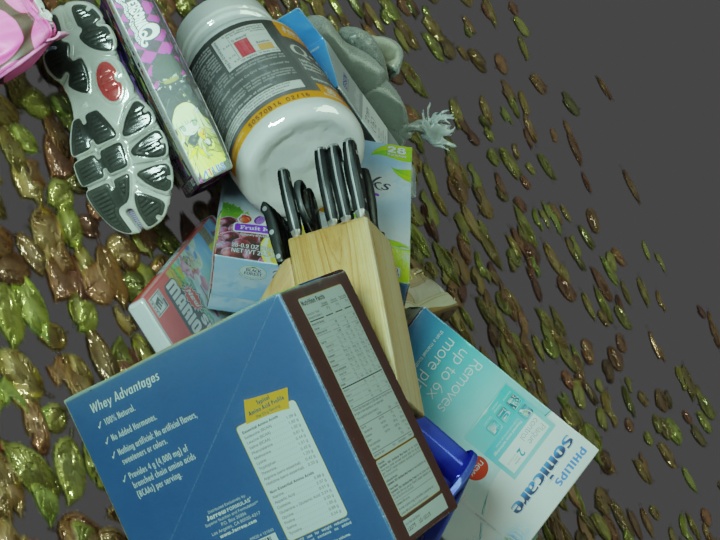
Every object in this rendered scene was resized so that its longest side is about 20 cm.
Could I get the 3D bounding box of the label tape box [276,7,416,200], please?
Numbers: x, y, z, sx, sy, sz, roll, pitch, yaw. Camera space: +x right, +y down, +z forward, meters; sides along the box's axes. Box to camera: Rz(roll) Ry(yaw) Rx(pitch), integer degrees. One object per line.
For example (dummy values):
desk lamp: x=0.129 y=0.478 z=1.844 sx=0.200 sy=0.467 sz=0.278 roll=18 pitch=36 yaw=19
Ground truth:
label tape box: x=-0.059 y=-0.120 z=1.859 sx=0.200 sy=0.143 sz=0.066 roll=53 pitch=19 yaw=-25

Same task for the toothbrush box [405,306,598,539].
toothbrush box: x=0.080 y=0.149 z=1.737 sx=0.200 sy=0.147 sz=0.085 roll=40 pitch=-6 yaw=-6

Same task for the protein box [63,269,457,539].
protein box: x=-0.072 y=0.136 z=1.482 sx=0.201 sy=0.198 sz=0.135 roll=64 pitch=21 yaw=3

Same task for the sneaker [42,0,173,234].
sneaker: x=-0.199 y=-0.127 z=1.661 sx=0.083 sy=0.080 sz=0.201 roll=28 pitch=43 yaw=-76

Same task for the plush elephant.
plush elephant: x=-0.019 y=-0.161 z=2.018 sx=0.199 sy=0.155 sz=0.166 roll=11 pitch=94 yaw=-24

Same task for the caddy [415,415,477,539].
caddy: x=0.011 y=0.201 z=1.618 sx=0.105 sy=0.200 sz=0.141 roll=45 pitch=26 yaw=-1

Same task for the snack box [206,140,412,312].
snack box: x=-0.042 y=-0.040 z=1.750 sx=0.201 sy=0.167 sz=0.068 roll=-88 pitch=-171 yaw=-52

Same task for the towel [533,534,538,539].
towel: x=0.115 y=0.205 z=2.065 sx=0.201 sy=0.022 sz=0.147 roll=62 pitch=21 yaw=1

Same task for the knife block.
knife block: x=0.000 y=0.000 z=1.594 sx=0.199 sy=0.176 sz=0.064 roll=29 pitch=-5 yaw=27

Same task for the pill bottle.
pill bottle: x=-0.084 y=-0.146 z=1.725 sx=0.116 sy=0.116 sz=0.200 roll=39 pitch=13 yaw=-45

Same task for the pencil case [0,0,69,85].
pencil case: x=-0.306 y=-0.235 z=1.510 sx=0.201 sy=0.093 sz=0.091 roll=59 pitch=23 yaw=-10

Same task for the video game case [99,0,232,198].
video game case: x=-0.166 y=-0.153 z=1.685 sx=0.182 sy=0.036 sz=0.200 roll=65 pitch=-8 yaw=-3

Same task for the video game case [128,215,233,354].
video game case: x=-0.122 y=0.049 z=1.708 sx=0.144 sy=0.017 sz=0.200 roll=58 pitch=22 yaw=-12

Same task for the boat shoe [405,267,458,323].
boat shoe: x=0.018 y=0.033 z=1.836 sx=0.069 sy=0.074 sz=0.200 roll=49 pitch=19 yaw=15
